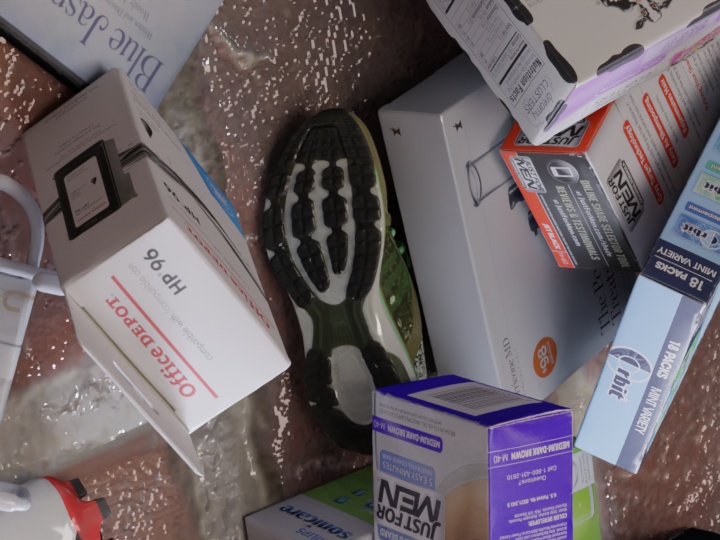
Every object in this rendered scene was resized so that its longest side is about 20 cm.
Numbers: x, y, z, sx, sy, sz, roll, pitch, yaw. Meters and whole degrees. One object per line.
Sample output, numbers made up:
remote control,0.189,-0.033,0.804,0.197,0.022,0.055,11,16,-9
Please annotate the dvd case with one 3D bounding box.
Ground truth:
dvd case,-0.116,-0.191,1.443,0.143,0.018,0.200,38,78,-38

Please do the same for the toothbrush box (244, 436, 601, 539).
toothbrush box,0.044,0.188,1.616,0.200,0.086,0.146,-19,111,-31

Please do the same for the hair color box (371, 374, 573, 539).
hair color box,0.061,0.167,1.503,0.065,0.109,0.200,-10,104,-34

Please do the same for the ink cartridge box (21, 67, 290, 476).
ink cartridge box,-0.101,-0.001,1.382,0.068,0.200,0.116,-34,124,8

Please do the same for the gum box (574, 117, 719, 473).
gum box,0.195,-0.007,1.589,0.170,0.045,0.200,104,13,-52

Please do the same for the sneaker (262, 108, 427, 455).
sneaker,0.000,0.000,1.563,0.089,0.077,0.200,-41,127,-60

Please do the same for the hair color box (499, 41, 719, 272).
hair color box,0.160,-0.106,1.586,0.200,0.061,0.102,-60,137,-32

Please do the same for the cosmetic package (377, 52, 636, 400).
cosmetic package,0.091,-0.031,1.597,0.151,0.052,0.200,-35,121,-41

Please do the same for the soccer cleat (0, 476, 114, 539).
soccer cleat,-0.159,0.207,1.484,0.085,0.069,0.200,-23,111,-21

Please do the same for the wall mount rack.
wall mount rack,-0.237,0.041,1.381,0.174,0.075,0.200,14,92,-5

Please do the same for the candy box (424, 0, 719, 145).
candy box,0.110,-0.194,1.509,0.168,0.072,0.200,-30,76,-29

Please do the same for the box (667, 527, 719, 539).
box,0.217,0.278,1.721,0.148,0.107,0.200,-6,107,-67
